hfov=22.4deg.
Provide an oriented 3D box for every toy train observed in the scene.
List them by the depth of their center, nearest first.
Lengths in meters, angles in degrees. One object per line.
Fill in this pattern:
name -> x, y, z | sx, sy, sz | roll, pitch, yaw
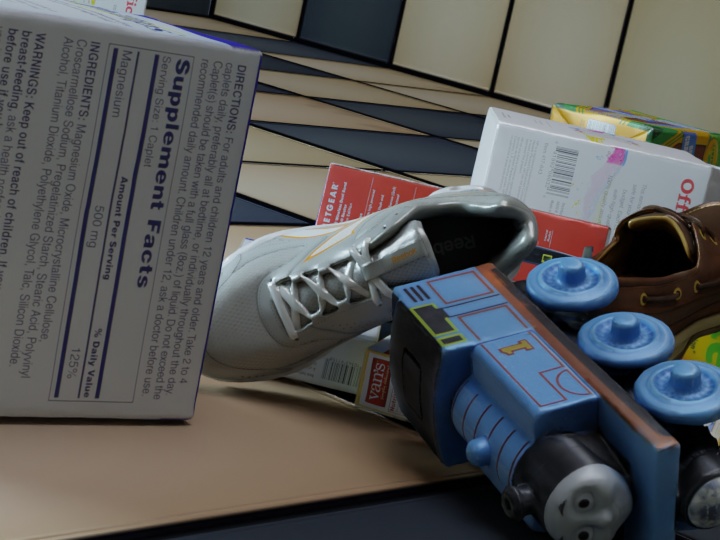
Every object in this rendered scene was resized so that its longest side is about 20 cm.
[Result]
toy train -> 0.094, 0.065, 0.853 | 0.114, 0.087, 0.200 | -15, 32, -17

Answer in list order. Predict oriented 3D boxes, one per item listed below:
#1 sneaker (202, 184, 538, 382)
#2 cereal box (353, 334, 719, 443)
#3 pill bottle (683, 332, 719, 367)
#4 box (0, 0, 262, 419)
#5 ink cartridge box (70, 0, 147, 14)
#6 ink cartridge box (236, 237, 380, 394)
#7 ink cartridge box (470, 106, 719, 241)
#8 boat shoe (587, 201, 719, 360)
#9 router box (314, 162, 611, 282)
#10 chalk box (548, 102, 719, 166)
sneaker -> 0.000, 0.000, 0.943 | 0.200, 0.076, 0.092 | -23, -2, -9
cereal box -> 0.113, 0.072, 0.998 | 0.200, 0.040, 0.144 | 15, 13, 18
pill bottle -> 0.269, 0.052, 1.092 | 0.200, 0.111, 0.111 | 20, 13, 36
box -> -0.167, -0.034, 0.842 | 0.200, 0.184, 0.105 | 5, 11, -37
ink cartridge box -> -0.378, -0.332, 2.281 | 0.200, 0.147, 0.145 | 8, 11, -19
ink cartridge box -> -0.037, 0.024, 1.086 | 0.099, 0.039, 0.200 | 13, 12, 1
ink cartridge box -> 0.189, -0.045, 1.476 | 0.200, 0.129, 0.125 | 13, 10, -2
boat shoe -> 0.175, -0.002, 1.019 | 0.072, 0.068, 0.200 | 16, 30, 30
router box -> 0.066, -0.011, 1.209 | 0.179, 0.049, 0.200 | 13, -7, 4
chalk box -> 0.289, -0.097, 1.881 | 0.124, 0.125, 0.200 | 21, 14, 38
